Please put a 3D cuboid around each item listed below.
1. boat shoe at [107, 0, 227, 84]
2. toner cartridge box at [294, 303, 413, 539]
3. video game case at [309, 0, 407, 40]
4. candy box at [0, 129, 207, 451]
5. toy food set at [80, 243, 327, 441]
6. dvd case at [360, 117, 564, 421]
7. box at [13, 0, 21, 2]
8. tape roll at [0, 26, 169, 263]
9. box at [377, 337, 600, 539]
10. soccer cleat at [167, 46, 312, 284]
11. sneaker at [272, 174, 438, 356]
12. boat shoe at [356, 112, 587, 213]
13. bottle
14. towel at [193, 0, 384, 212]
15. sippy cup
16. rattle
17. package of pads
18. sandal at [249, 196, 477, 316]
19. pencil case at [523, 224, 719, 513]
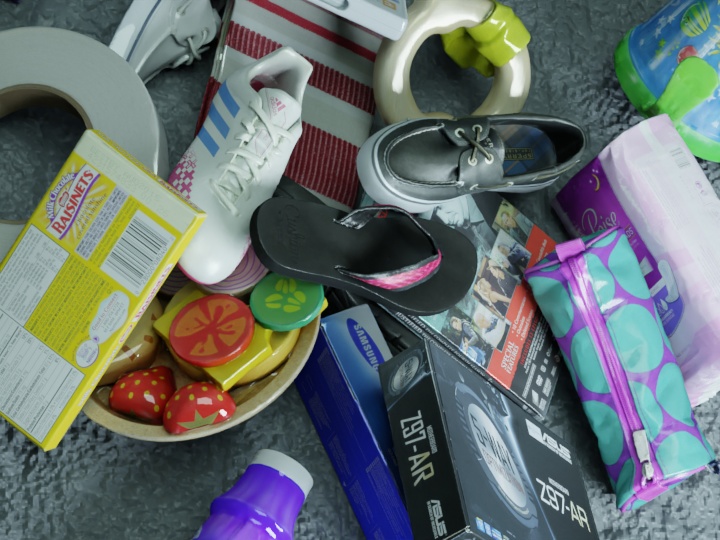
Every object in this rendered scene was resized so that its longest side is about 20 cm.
[{"bbox_3d":[-0.135,-0.192,1.790,0.065,0.074,0.201,29,64,2],"label":"boat shoe"},{"bbox_3d":[0.017,0.133,1.685,0.043,0.095,0.201,-19,75,-24],"label":"toner cartridge box"},{"bbox_3d":[-0.051,-0.258,1.795,0.182,0.022,0.200,23,25,-14],"label":"video game case"},{"bbox_3d":[-0.199,0.014,1.619,0.102,0.026,0.200,37,102,14],"label":"candy box"},{"bbox_3d":[-0.123,0.034,1.669,0.198,0.049,0.200,-40,51,-19],"label":"toy food set"},{"bbox_3d":[0.080,0.000,1.751,0.200,0.022,0.146,39,51,-23],"label":"dvd case"},{"bbox_3d":[-0.304,-0.336,1.784,0.183,0.105,0.201,21,63,-7],"label":"box"},{"bbox_3d":[-0.237,-0.077,1.692,0.201,0.037,0.204,-3,70,8],"label":"tape roll"},{"bbox_3d":[0.097,0.159,1.638,0.200,0.043,0.161,37,31,-42],"label":"box"},{"bbox_3d":[-0.084,-0.081,1.662,0.070,0.086,0.201,35,44,-22],"label":"soccer cleat"},{"bbox_3d":[0.000,0.000,1.752,0.200,0.076,0.091,47,54,-9],"label":"sneaker"},{"bbox_3d":[0.084,-0.088,1.738,0.199,0.057,0.069,-8,77,-41],"label":"boat shoe"},{"bbox_3d":[-0.098,0.216,1.623,0.065,0.084,0.201,31,64,-1],"label":"bottle"},{"bbox_3d":[-0.050,-0.140,1.795,0.144,0.023,0.201,23,67,-29],"label":"towel"},{"bbox_3d":[0.289,-0.177,1.848,0.139,0.130,0.178,20,40,-24],"label":"sippy cup"},{"bbox_3d":[0.040,-0.127,1.834,0.130,0.143,0.201,9,104,-39],"label":"rattle"},{"bbox_3d":[0.237,-0.006,1.791,0.075,0.121,0.201,-24,76,-29],"label":"package of pads"},{"bbox_3d":[0.013,-0.015,1.652,0.199,0.045,0.076,10,59,-40],"label":"sandal"},{"bbox_3d":[0.192,0.071,1.744,0.085,0.092,0.201,-23,86,14],"label":"pencil case"}]
